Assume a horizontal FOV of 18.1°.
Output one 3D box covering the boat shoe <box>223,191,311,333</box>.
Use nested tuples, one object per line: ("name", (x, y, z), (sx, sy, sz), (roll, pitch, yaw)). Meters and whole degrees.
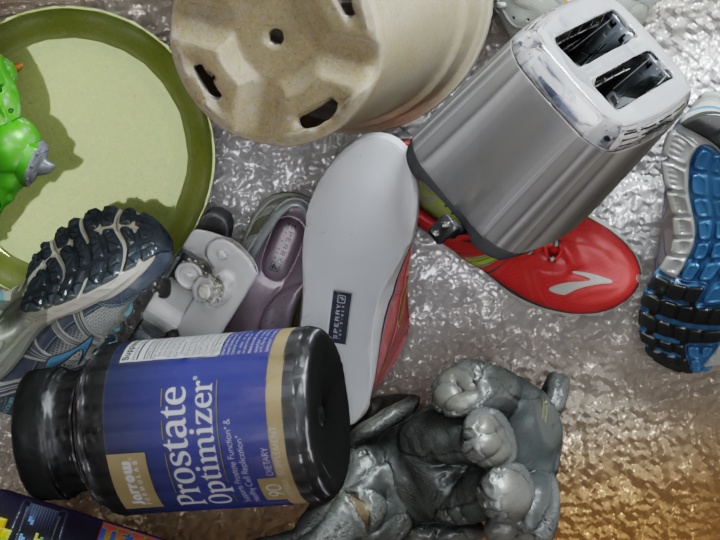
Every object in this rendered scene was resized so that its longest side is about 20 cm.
("boat shoe", (-0.071, 0.045, 1.519), (0.074, 0.065, 0.203), (20, 93, -2))

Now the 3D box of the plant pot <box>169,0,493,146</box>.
("plant pot", (-0.032, -0.163, 1.419), (0.200, 0.184, 0.201), (5, 108, 14))

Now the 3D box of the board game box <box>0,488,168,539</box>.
("board game box", (-0.159, 0.233, 1.486), (0.199, 0.166, 0.057), (18, 53, -2))

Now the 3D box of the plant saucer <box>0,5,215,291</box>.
("plant saucer", (-0.197, -0.078, 1.527), (0.199, 0.031, 0.201), (0, 94, -1))

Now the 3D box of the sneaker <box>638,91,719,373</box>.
("sneaker", (0.233, -0.027, 1.518), (0.075, 0.087, 0.201), (9, 117, 7))

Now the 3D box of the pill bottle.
("pill bottle", (-0.114, 0.098, 1.432), (0.199, 0.112, 0.112), (-6, 94, 14))

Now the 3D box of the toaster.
("toaster", (0.120, -0.093, 1.426), (0.114, 0.200, 0.129), (49, 124, 9))

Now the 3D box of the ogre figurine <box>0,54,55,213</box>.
("ogre figurine", (-0.277, -0.102, 1.462), (0.120, 0.098, 0.201), (-24, 79, 11))

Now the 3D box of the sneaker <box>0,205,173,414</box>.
("sneaker", (-0.189, 0.030, 1.492), (0.200, 0.078, 0.086), (-31, 129, 28))

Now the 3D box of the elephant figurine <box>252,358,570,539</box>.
("elephant figurine", (0.027, 0.138, 1.503), (0.199, 0.155, 0.142), (-22, 57, 28))

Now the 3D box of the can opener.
("can opener", (-0.129, 0.052, 1.514), (0.053, 0.066, 0.200), (32, 110, 0))

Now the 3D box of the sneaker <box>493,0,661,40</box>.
("sneaker", (0.102, -0.201, 1.504), (0.199, 0.076, 0.092), (28, 97, -1))

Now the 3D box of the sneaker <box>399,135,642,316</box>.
("sneaker", (0.095, -0.024, 1.507), (0.199, 0.085, 0.077), (25, 94, -2))

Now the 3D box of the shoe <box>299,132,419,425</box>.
("shoe", (0.000, 0.000, 1.490), (0.071, 0.091, 0.201), (13, 106, 8))
